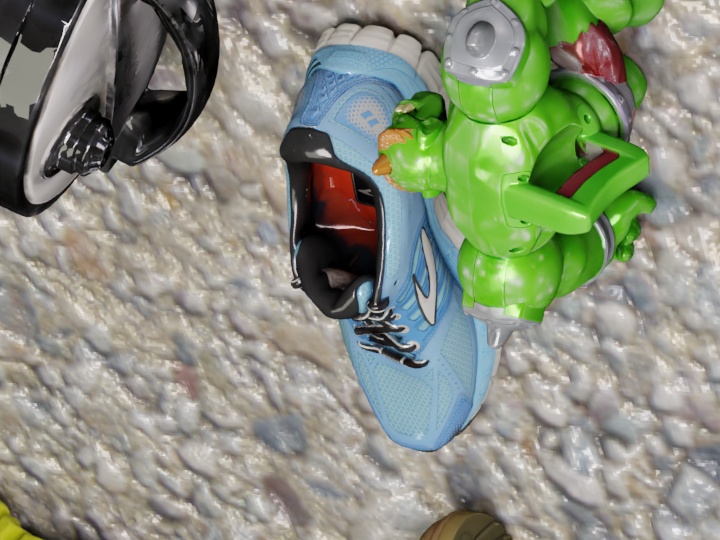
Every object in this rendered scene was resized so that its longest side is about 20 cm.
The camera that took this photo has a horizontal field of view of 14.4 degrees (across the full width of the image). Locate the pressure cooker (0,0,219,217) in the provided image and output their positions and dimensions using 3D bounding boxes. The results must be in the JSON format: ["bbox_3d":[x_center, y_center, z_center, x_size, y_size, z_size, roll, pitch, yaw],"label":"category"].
[{"bbox_3d":[-0.146,-0.117,1.113,0.199,0.176,0.179,27,107,7],"label":"pressure cooker"}]

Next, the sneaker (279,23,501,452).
[{"bbox_3d":[0.000,0.000,1.187,0.078,0.090,0.201,6,130,29],"label":"sneaker"}]

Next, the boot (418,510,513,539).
[{"bbox_3d":[-0.014,0.178,1.368,0.199,0.066,0.176,6,129,30],"label":"boot"}]

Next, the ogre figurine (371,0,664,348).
[{"bbox_3d":[0.068,-0.061,1.069,0.098,0.120,0.200,27,135,10],"label":"ogre figurine"}]

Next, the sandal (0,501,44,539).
[{"bbox_3d":[-0.163,0.178,1.442,0.200,0.079,0.087,36,151,37],"label":"sandal"}]
